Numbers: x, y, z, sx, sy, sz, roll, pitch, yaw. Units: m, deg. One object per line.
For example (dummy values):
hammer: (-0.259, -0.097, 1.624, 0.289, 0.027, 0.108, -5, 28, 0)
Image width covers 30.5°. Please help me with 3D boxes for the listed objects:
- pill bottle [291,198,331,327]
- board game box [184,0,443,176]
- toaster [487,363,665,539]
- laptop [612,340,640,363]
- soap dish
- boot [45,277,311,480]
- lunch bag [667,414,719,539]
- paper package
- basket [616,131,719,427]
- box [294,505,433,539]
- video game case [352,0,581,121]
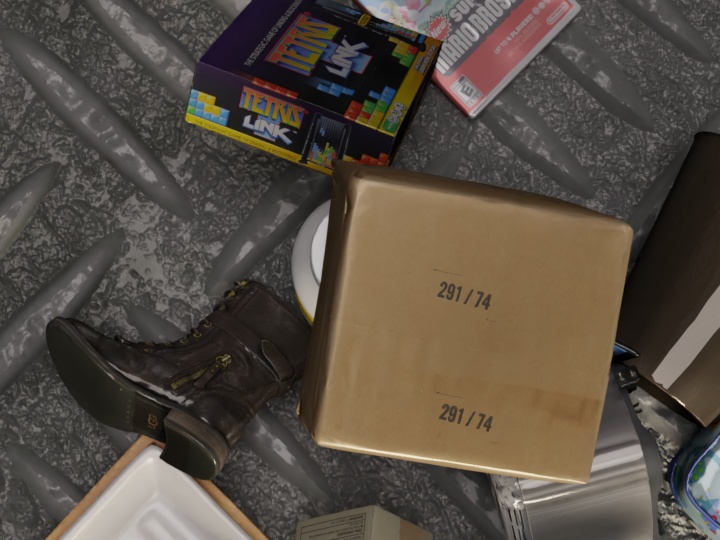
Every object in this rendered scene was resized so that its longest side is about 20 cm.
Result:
pill bottle: (0.000, 0.000, 1.052, 0.110, 0.200, 0.114, 0, 82, -1)
board game box: (-0.032, -0.157, 1.076, 0.163, 0.201, 0.057, 21, 123, 2)
toaster: (0.166, 0.160, 1.047, 0.127, 0.201, 0.115, -16, 51, 1)
laptop: (0.095, 0.074, 1.058, 0.198, 0.177, 0.104, -27, 84, -5)
soap dish: (-0.180, 0.254, 1.077, 0.157, 0.081, 0.200, 43, 84, 4)
boot: (-0.138, 0.064, 1.088, 0.199, 0.070, 0.174, 36, 50, 5)
lunch bag: (0.368, 0.161, 1.102, 0.160, 0.082, 0.200, 41, 84, 4)
paper package: (0.066, 0.035, 0.906, 0.197, 0.103, 0.194, 8, 97, -10)
basket: (0.297, 0.016, 1.094, 0.179, 0.136, 0.201, 34, 88, 27)
box: (-0.006, 0.296, 1.027, 0.077, 0.094, 0.203, 32, 53, -38)
video game case: (0.079, -0.253, 1.177, 0.143, 0.017, 0.200, -44, 86, -5)
